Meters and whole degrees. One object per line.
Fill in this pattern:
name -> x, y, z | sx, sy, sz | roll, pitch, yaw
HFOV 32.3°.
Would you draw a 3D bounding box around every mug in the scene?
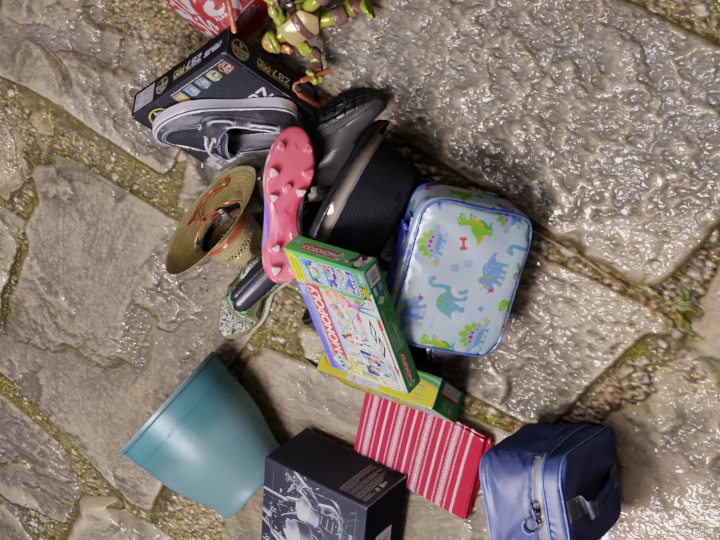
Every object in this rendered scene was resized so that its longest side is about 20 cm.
mug -> -0.207, -0.403, 1.624 | 0.200, 0.133, 0.178 | 43, 147, 9

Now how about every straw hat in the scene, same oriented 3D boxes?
straw hat -> -0.181, -0.050, 1.744 | 0.200, 0.202, 0.085 | -29, 122, 37

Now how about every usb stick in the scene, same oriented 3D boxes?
usb stick -> 0.015, 0.094, 1.648 | 0.199, 0.033, 0.055 | 25, 158, -19

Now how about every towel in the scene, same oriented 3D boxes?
towel -> 0.084, 0.245, 1.733 | 0.199, 0.022, 0.146 | 27, 121, 26

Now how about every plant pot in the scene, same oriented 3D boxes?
plant pot -> -0.220, 0.257, 1.841 | 0.188, 0.200, 0.200 | 43, 126, -1

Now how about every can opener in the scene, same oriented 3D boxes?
can opener -> -0.100, -0.019, 1.675 | 0.200, 0.063, 0.079 | -43, 105, 0

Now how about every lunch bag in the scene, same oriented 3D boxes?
lunch bag -> 0.242, 0.267, 1.525 | 0.131, 0.200, 0.137 | -6, 98, 32
lunch bag -> 0.114, -0.002, 1.533 | 0.159, 0.083, 0.202 | 10, 109, -14

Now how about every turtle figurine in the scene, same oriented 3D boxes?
turtle figurine -> -0.063, -0.312, 1.589 | 0.160, 0.065, 0.200 | -26, 122, 22

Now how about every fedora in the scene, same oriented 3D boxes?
fedora -> 0.011, -0.085, 1.556 | 0.091, 0.201, 0.201 | 30, 122, 3

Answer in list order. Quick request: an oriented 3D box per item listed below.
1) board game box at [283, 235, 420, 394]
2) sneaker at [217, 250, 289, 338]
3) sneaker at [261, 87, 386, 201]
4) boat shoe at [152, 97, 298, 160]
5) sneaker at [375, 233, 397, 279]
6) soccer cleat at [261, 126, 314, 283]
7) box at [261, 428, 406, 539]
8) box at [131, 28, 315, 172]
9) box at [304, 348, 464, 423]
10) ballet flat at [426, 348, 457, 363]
board game box -> -0.009, 0.055, 1.522 | 0.134, 0.029, 0.201 | 16, 139, 40
sneaker -> -0.164, 0.030, 1.779 | 0.077, 0.088, 0.200 | 46, 125, 12
sneaker -> -0.035, -0.166, 1.643 | 0.199, 0.076, 0.091 | -33, 114, 29
boat shoe -> -0.180, -0.178, 1.634 | 0.198, 0.068, 0.072 | -3, 147, 7
sneaker -> 0.000, 0.000, 1.675 | 0.199, 0.079, 0.131 | 141, 126, -63
soccer cleat -> -0.099, -0.084, 1.605 | 0.076, 0.066, 0.202 | -165, 76, -71
box -> -0.043, 0.364, 1.797 | 0.181, 0.104, 0.202 | 21, 120, 30
box -> -0.185, -0.224, 1.672 | 0.199, 0.161, 0.049 | -25, 49, 36
box -> 0.030, 0.145, 1.664 | 0.199, 0.117, 0.049 | 15, 80, 23
ballet flat -> 0.103, 0.019, 1.622 | 0.072, 0.072, 0.202 | -4, 104, 34
